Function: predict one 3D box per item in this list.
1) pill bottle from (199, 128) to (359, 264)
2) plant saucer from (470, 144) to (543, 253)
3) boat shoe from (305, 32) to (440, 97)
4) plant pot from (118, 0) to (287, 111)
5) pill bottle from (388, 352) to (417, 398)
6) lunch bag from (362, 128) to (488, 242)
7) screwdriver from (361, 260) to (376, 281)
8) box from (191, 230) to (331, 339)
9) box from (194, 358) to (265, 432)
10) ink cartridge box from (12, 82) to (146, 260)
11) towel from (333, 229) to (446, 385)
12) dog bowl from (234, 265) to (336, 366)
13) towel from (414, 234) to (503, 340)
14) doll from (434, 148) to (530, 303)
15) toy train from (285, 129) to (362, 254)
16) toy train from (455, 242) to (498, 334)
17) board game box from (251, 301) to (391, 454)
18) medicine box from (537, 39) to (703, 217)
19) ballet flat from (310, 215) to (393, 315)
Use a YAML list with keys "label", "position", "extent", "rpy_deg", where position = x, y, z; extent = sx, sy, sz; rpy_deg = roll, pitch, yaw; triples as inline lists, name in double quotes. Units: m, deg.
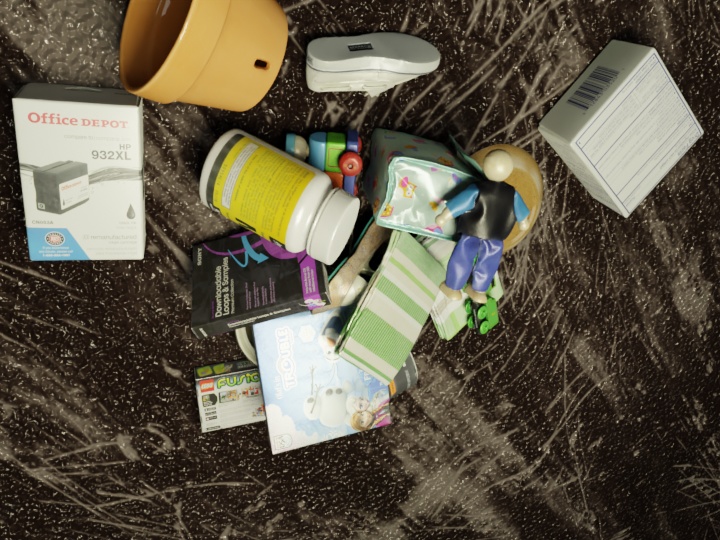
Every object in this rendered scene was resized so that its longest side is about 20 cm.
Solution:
- label: "pill bottle"
  position: [-0.106, -0.096, 0.821]
  extent: [0.196, 0.114, 0.117]
  rpy_deg: [28, 109, 9]
- label: "plant saucer"
  position: [0.231, -0.106, 1.033]
  extent: [0.193, 0.036, 0.206]
  rpy_deg: [-8, 118, -16]
- label: "boat shoe"
  position: [0.016, -0.281, 0.859]
  extent: [0.194, 0.072, 0.071]
  rpy_deg: [-10, 147, -19]
- label: "plant pot"
  position: [-0.178, -0.280, 0.722]
  extent: [0.138, 0.200, 0.203]
  rpy_deg: [17, 111, -43]
- label: "pill bottle"
  position: [-0.008, 0.190, 1.038]
  extent: [0.196, 0.106, 0.109]
  rpy_deg: [-27, 123, -17]
- label: "lunch bag"
  position: [0.112, -0.125, 0.890]
  extent: [0.193, 0.171, 0.126]
  rpy_deg: [8, 114, -11]
- label: "screwdriver"
  position: [0.002, 0.035, 1.023]
  extent: [0.027, 0.029, 0.206]
  rpy_deg: [7, 108, -22]
- label: "box"
  position: [-0.144, 0.005, 0.869]
  extent: [0.194, 0.146, 0.036]
  rpy_deg: [-16, 144, 5]
- label: "box"
  position: [-0.178, 0.203, 1.044]
  extent: [0.193, 0.035, 0.113]
  rpy_deg: [-7, 118, -16]
- label: "ink cartridge box"
  position: [-0.353, -0.123, 0.789]
  extent: [0.140, 0.084, 0.206]
  rpy_deg: [-1, 116, -18]
- label: "towel"
  position: [0.049, 0.057, 0.909]
  extent: [0.152, 0.023, 0.204]
  rpy_deg: [38, 75, -44]
- label: "dog bowl"
  position: [-0.107, 0.061, 0.976]
  extent: [0.193, 0.074, 0.206]
  rpy_deg: [-8, 117, -16]
- label: "towel"
  position: [0.163, 0.003, 1.012]
  extent: [0.147, 0.031, 0.203]
  rpy_deg: [-34, 122, -12]
- label: "doll"
  position: [0.157, -0.058, 0.807]
  extent: [0.132, 0.049, 0.206]
  rpy_deg: [6, 116, -15]
- label: "toy train"
  position: [-0.060, -0.107, 0.913]
  extent: [0.111, 0.086, 0.205]
  rpy_deg: [5, 122, -3]
- label: "toy train"
  position: [0.193, 0.014, 1.000]
  extent: [0.056, 0.041, 0.205]
  rpy_deg: [-31, 124, -28]
- label: "board game box"
  position: [-0.058, 0.155, 0.938]
  extent: [0.192, 0.043, 0.207]
  rpy_deg: [-10, 100, -14]
- label: "medicine box"
  position: [0.424, -0.228, 1.000]
  extent: [0.199, 0.103, 0.183]
  rpy_deg: [37, 100, -31]
- label: "ballet flat"
  position: [0.000, 0.000, 0.907]
  extent: [0.066, 0.068, 0.202]
  rpy_deg: [34, 62, 3]
